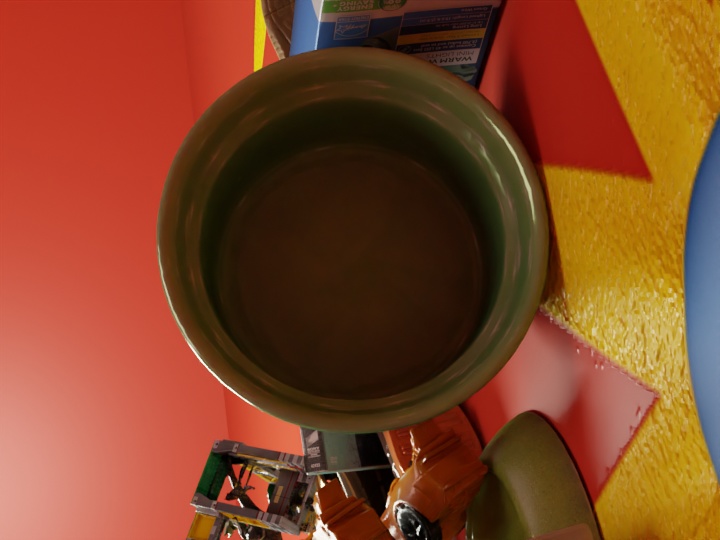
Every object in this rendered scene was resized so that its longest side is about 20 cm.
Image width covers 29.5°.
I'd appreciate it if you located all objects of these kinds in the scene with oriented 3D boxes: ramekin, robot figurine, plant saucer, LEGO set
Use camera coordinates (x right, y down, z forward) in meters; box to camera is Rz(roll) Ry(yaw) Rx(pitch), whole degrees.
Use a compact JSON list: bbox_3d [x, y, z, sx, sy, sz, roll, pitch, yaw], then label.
[{"bbox_3d":[-0.005,-0.008,0.731,0.098,0.199,0.201,99,163,-76],"label":"ramekin"},{"bbox_3d":[0.001,0.167,0.804,0.058,0.145,0.200,51,148,17],"label":"robot figurine"},{"bbox_3d":[0.092,0.180,0.753,0.200,0.031,0.201,173,90,-79],"label":"plant saucer"},{"bbox_3d":[-0.068,0.234,1.118,0.154,0.115,0.201,52,-126,-42],"label":"LEGO set"}]

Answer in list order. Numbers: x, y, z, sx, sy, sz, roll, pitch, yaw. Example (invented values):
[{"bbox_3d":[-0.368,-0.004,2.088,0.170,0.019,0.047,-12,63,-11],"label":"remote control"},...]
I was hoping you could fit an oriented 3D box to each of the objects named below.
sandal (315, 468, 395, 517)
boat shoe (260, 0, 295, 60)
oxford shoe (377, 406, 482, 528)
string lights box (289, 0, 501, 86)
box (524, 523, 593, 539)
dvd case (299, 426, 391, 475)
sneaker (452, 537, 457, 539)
[{"bbox_3d":[0.000,0.167,1.020,0.080,0.054,0.201,-25,-84,-61],"label":"sandal"},{"bbox_3d":[-0.031,-0.182,1.076,0.069,0.073,0.201,11,-107,-73],"label":"boat shoe"},{"bbox_3d":[0.030,0.090,0.930,0.073,0.071,0.201,87,170,-48],"label":"oxford shoe"},{"bbox_3d":[0.013,-0.124,0.794,0.200,0.102,0.059,102,158,-61],"label":"string lights box"},{"bbox_3d":[0.015,0.239,0.625,0.172,0.199,0.199,69,158,14],"label":"box"},{"bbox_3d":[-0.007,0.043,0.987,0.146,0.022,0.201,10,-112,-58],"label":"dvd case"},{"bbox_3d":[0.043,0.238,0.910,0.199,0.079,0.130,30,110,59],"label":"sneaker"}]
